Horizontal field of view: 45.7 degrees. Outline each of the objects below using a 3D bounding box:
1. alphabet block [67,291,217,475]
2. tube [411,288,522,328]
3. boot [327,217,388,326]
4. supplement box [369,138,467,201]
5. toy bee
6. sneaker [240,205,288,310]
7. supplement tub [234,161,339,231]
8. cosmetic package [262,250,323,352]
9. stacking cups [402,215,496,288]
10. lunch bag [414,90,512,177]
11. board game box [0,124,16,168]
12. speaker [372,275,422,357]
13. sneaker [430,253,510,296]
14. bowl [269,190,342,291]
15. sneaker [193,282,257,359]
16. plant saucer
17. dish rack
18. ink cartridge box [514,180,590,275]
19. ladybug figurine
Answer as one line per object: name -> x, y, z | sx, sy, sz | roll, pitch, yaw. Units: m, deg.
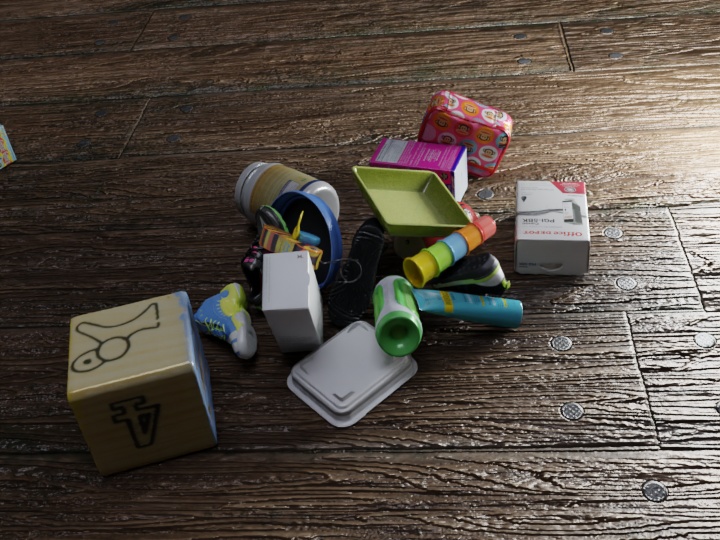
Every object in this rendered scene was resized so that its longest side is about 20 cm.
alphabet block -> -0.355, 0.182, 1.403 | 0.195, 0.200, 0.197 | -12, 38, -6
tube -> 0.190, 0.066, 1.521 | 0.195, 0.052, 0.078 | 8, 19, -12
boot -> 0.000, 0.000, 1.649 | 0.075, 0.204, 0.168 | 19, 7, 2
supplement box -> 0.128, -0.213, 1.874 | 0.196, 0.103, 0.104 | 10, 42, 21
toy bee -> -0.107, -0.040, 1.535 | 0.195, 0.134, 0.108 | 0, 2, 20
sneaker -> -0.185, -0.026, 1.634 | 0.083, 0.205, 0.076 | 5, -11, -43
supplement tub -> -0.157, -0.142, 1.799 | 0.198, 0.147, 0.144 | 25, 49, 33
cosmetic package -> -0.114, 0.058, 1.491 | 0.083, 0.201, 0.110 | -3, 63, 4
stacking cups -> 0.168, -0.038, 1.573 | 0.198, 0.062, 0.060 | -30, 44, -29
lunch bag -> 0.224, -0.292, 1.896 | 0.196, 0.178, 0.083 | 19, 51, -2
board game box -> -0.987, -0.286, 2.138 | 0.102, 0.106, 0.200 | 23, 49, 31
speaker -> 0.063, 0.077, 1.510 | 0.086, 0.091, 0.201 | -6, 20, 2
sneaker -> 0.203, 0.025, 1.585 | 0.072, 0.083, 0.199 | -46, 16, -20
bowl -> -0.111, -0.053, 1.654 | 0.199, 0.205, 0.039 | 28, 28, 36
sneaker -> -0.253, 0.108, 1.585 | 0.103, 0.077, 0.201 | -22, 33, 1
plant saucer -> 0.094, -0.126, 1.663 | 0.195, 0.049, 0.201 | 1, 38, -27
dish rack -> -0.016, 0.167, 1.488 | 0.198, 0.044, 0.170 | -33, 45, -29
ink cartridge box -> 0.379, -0.089, 1.698 | 0.143, 0.084, 0.202 | 1, 40, 9
ladybug figurine -> 0.157, -0.087, 1.741 | 0.197, 0.073, 0.136 | -24, 42, -19
